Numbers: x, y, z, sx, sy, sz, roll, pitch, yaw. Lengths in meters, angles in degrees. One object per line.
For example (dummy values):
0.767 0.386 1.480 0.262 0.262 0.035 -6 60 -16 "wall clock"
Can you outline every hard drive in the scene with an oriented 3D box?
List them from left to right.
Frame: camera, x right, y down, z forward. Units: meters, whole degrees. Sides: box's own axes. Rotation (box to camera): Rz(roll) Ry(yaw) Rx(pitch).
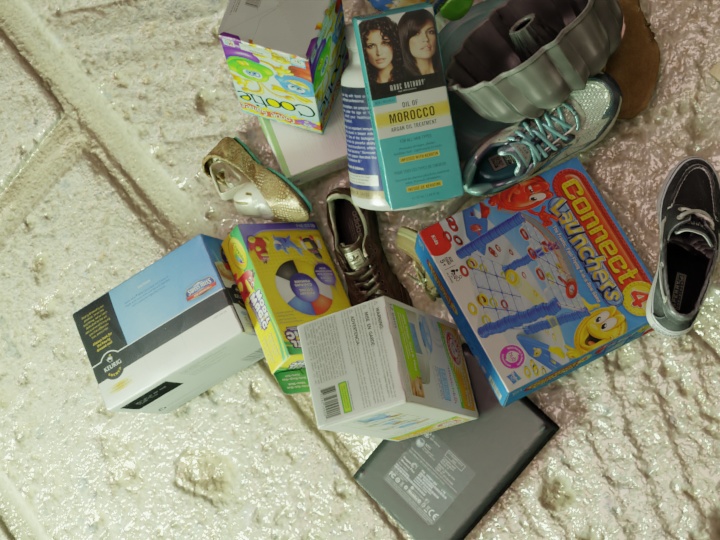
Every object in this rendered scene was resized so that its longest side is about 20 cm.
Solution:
0.103 0.200 1.442 0.140 0.033 0.200 43 100 22 "hard drive"

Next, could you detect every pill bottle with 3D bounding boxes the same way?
0.038 -0.174 1.441 0.115 0.116 0.201 1 106 23 "pill bottle"

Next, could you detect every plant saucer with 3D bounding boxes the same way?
0.156 -0.216 1.467 0.199 0.036 0.201 -3 81 20 "plant saucer"

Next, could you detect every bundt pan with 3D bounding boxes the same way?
0.188 -0.228 1.353 0.202 0.202 0.076 -36 113 15 "bundt pan"

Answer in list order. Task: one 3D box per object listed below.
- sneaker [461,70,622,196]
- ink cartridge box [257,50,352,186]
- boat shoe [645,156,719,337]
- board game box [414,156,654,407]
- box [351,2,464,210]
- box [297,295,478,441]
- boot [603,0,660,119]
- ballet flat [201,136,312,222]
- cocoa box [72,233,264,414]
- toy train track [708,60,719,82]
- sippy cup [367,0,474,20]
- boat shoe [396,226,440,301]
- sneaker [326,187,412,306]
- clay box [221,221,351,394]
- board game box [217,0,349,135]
0.189 -0.134 1.377 0.200 0.086 0.078 -36 95 32 "sneaker"
-0.021 -0.199 1.543 0.199 0.048 0.146 -21 75 -5 "ink cartridge box"
0.334 -0.034 1.329 0.072 0.068 0.201 17 69 4 "boat shoe"
0.189 0.009 1.374 0.195 0.056 0.200 -26 72 -10 "board game box"
0.051 -0.171 1.358 0.082 0.049 0.201 -12 105 -3 "box"
0.033 0.107 1.358 0.101 0.200 0.113 -19 71 21 "box"
0.288 -0.260 1.418 0.075 0.074 0.201 10 85 -2 "boot"
-0.128 -0.094 1.530 0.065 0.071 0.200 -34 37 -14 "ballet flat"
-0.209 0.066 1.538 0.200 0.133 0.132 -31 72 17 "cocoa box"
0.438 -0.151 1.346 0.115 0.033 0.200 -47 68 11 "toy train track"
0.064 -0.350 1.486 0.139 0.178 0.130 32 110 -11 "sippy cup"
0.109 0.024 1.441 0.200 0.073 0.063 39 96 22 "boat shoe"
0.000 0.000 1.489 0.070 0.076 0.201 -25 74 18 "sneaker"
-0.069 0.040 1.479 0.048 0.115 0.200 -47 58 41 "clay box"
-0.079 -0.244 1.430 0.103 0.200 0.105 17 75 7 "board game box"
